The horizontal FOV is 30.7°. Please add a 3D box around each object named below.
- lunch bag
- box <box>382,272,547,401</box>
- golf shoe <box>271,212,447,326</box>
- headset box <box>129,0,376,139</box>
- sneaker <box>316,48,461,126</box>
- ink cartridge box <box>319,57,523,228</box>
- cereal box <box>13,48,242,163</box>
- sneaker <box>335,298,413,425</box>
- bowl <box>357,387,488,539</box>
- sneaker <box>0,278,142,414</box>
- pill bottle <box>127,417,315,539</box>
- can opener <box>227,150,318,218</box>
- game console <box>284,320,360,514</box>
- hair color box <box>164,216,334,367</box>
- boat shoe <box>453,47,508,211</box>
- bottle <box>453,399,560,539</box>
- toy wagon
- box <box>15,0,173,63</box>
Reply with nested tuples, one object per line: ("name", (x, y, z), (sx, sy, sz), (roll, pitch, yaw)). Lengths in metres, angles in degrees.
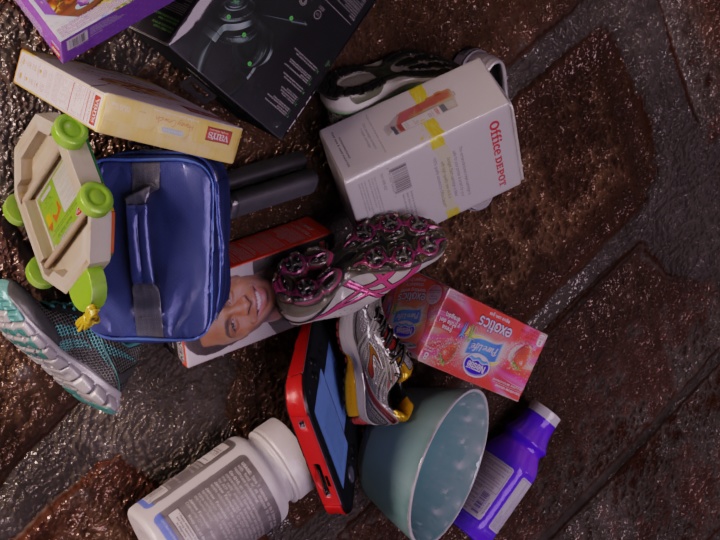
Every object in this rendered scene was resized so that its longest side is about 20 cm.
("lunch bag", (-0.197, -0.033, 1.277), (0.134, 0.132, 0.203), (-1, 101, 0))
("box", (0.123, 0.079, 1.624), (0.199, 0.102, 0.096), (25, 91, -42))
("golf shoe", (0.000, 0.000, 1.427), (0.197, 0.073, 0.092), (-19, 149, -6))
("headset box", (-0.107, -0.256, 1.316), (0.174, 0.092, 0.201), (36, 86, -41))
("sneaker", (0.038, -0.190, 1.479), (0.198, 0.077, 0.090), (-15, 130, -25))
("ink cartridge box", (0.070, -0.124, 1.448), (0.198, 0.084, 0.146), (-24, 145, -4))
("cereal box", (-0.216, -0.153, 1.208), (0.143, 0.199, 0.040), (10, 102, -39))
("sneaker", (0.024, 0.088, 1.522), (0.078, 0.081, 0.203), (-49, 138, -53))
("bowl", (0.069, 0.225, 1.621), (0.200, 0.104, 0.203), (-39, 139, -45))
("sneaker", (-0.296, 0.059, 1.333), (0.092, 0.077, 0.200), (-58, 136, -21))
("pill bottle", (-0.153, 0.261, 1.486), (0.199, 0.113, 0.115), (-33, 125, -21))
("can opener", (-0.140, -0.071, 1.409), (0.198, 0.054, 0.067), (-20, 152, -30))
("game console", (-0.037, 0.160, 1.512), (0.031, 0.178, 0.202), (-7, 124, 15))
("hair color box", (-0.122, 0.021, 1.443), (0.198, 0.061, 0.103), (-21, 121, -28))
("boat shoe", (0.143, -0.160, 1.563), (0.073, 0.065, 0.203), (-22, 121, -28))
("bottle", (0.194, 0.269, 1.770), (0.201, 0.083, 0.065), (-54, 130, -7))
("toy wagon", (-0.270, -0.041, 1.208), (0.039, 0.155, 0.202), (-11, 71, -38))
("box", (-0.225, -0.292, 1.191), (0.199, 0.137, 0.039), (-34, 165, -20))
